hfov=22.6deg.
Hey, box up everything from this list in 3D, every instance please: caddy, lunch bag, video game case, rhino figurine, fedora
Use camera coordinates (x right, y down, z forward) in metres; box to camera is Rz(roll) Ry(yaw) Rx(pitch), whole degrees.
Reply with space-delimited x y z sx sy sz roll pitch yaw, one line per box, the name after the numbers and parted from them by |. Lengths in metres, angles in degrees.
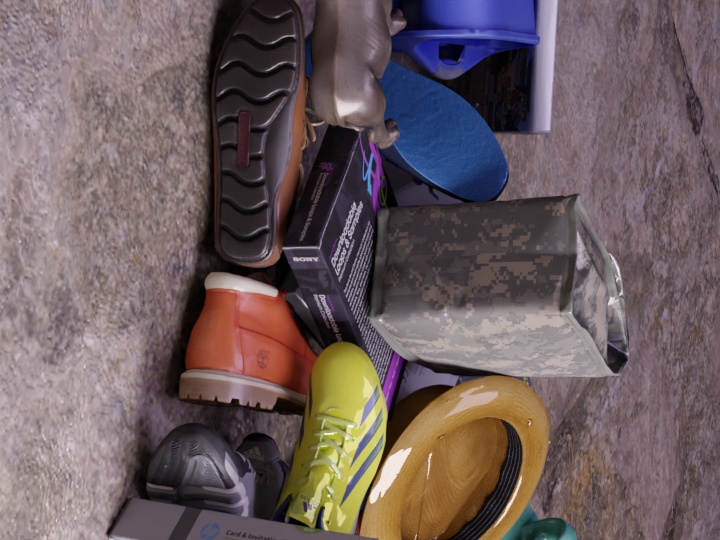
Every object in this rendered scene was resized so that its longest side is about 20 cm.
0.071 -0.215 1.530 0.200 0.141 0.105 -8 96 -63 | caddy
0.117 0.025 1.430 0.200 0.164 0.118 50 41 -60 | lunch bag
0.137 -0.226 1.662 0.182 0.023 0.200 -166 -101 -72 | video game case
-0.004 -0.195 1.331 0.087 0.060 0.200 15 76 -69 | rhino figurine
0.063 0.160 1.478 0.200 0.082 0.201 -19 128 -26 | fedora

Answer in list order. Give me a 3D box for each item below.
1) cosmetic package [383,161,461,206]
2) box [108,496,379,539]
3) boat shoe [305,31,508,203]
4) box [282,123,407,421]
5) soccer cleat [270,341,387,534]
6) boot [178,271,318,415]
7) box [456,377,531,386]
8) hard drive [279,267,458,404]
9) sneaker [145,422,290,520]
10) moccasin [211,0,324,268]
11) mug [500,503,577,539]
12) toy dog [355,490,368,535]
0.087 -0.022 1.553 0.200 0.081 0.113 53 17 -22 | cosmetic package
-0.061 0.233 1.267 0.041 0.200 0.156 -62 145 -36 | box
0.038 -0.122 1.426 0.084 0.200 0.069 -45 167 -9 | boat shoe
0.000 0.000 1.404 0.200 0.036 0.143 70 28 -42 | box
-0.027 0.153 1.326 0.084 0.065 0.200 -7 109 -69 | soccer cleat
-0.064 0.058 1.383 0.200 0.075 0.107 22 70 -62 | boot
0.121 0.140 1.791 0.158 0.051 0.200 -49 137 -49 | box
0.017 0.040 1.522 0.200 0.025 0.132 52 46 -30 | hard drive
-0.099 0.151 1.337 0.200 0.075 0.116 82 23 -46 | sneaker
-0.068 -0.103 1.344 0.078 0.074 0.202 -22 111 -77 | moccasin
0.081 0.252 1.588 0.185 0.152 0.114 -49 180 43 | mug
-0.046 0.235 1.455 0.200 0.096 0.132 -67 149 -62 | toy dog
